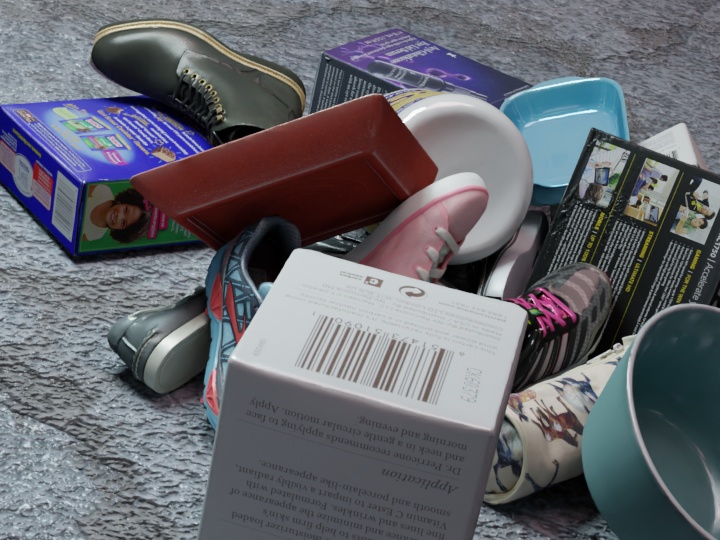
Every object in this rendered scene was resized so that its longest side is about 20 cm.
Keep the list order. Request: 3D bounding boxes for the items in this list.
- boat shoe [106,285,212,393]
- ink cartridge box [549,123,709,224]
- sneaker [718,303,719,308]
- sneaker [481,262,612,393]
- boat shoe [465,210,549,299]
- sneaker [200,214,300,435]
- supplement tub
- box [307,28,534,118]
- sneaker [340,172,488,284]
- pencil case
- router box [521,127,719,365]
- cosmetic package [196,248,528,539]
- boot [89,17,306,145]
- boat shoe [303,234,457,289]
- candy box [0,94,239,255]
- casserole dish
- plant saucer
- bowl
[{"bbox_3d":[-0.119,0.029,1.400,0.062,0.073,0.200,29,36,21],"label":"boat shoe"},{"bbox_3d":[0.254,-0.033,1.599,0.146,0.084,0.200,-25,24,16],"label":"ink cartridge box"},{"bbox_3d":[0.336,0.044,1.578,0.087,0.075,0.200,23,30,-11],"label":"sneaker"},{"bbox_3d":[0.127,0.049,1.383,0.200,0.088,0.074,-35,64,-24],"label":"sneaker"},{"bbox_3d":[0.125,0.001,1.580,0.057,0.069,0.200,0,22,17],"label":"boat shoe"},{"bbox_3d":[-0.069,0.048,1.298,0.079,0.096,0.200,4,60,-27],"label":"sneaker"},{"bbox_3d":[0.059,-0.087,1.575,0.145,0.146,0.200,6,7,-13],"label":"supplement tub"},{"bbox_3d":[0.068,-0.154,1.798,0.200,0.104,0.148,25,29,23],"label":"box"},{"bbox_3d":[0.037,0.017,1.399,0.105,0.200,0.075,54,3,25],"label":"sneaker"},{"bbox_3d":[0.155,0.113,1.345,0.200,0.078,0.090,-14,81,-41],"label":"pencil case"},{"bbox_3d":[0.223,0.002,1.467,0.149,0.200,0.051,23,0,18],"label":"router box"},{"bbox_3d":[-0.001,0.123,1.129,0.165,0.200,0.165,16,28,6],"label":"cosmetic package"},{"bbox_3d":[-0.146,-0.156,1.575,0.200,0.078,0.138,12,28,-6],"label":"boot"},{"bbox_3d":[0.000,0.002,1.503,0.199,0.075,0.066,9,37,14],"label":"boat shoe"},{"bbox_3d":[-0.200,-0.090,1.587,0.200,0.077,0.169,-9,33,-35],"label":"candy box"},{"bbox_3d":[0.190,-0.117,1.653,0.121,0.039,0.200,-10,33,10],"label":"casserole dish"},{"bbox_3d":[-0.049,-0.059,1.367,0.199,0.037,0.200,-18,-17,10],"label":"plant saucer"},{"bbox_3d":[0.237,0.135,1.270,0.201,0.105,0.201,18,53,-26],"label":"bowl"}]
